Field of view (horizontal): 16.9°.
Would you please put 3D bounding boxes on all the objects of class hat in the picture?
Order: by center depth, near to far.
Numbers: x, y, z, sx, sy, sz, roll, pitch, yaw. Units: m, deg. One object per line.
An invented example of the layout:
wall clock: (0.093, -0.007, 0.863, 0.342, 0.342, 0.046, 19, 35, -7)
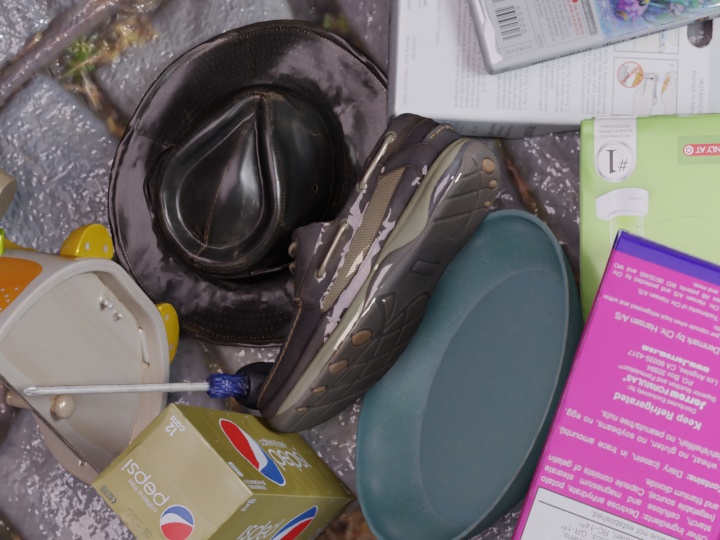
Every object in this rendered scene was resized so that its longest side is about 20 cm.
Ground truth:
hat: (-0.070, -0.056, 1.414, 0.200, 0.081, 0.202, -2, 82, 15)

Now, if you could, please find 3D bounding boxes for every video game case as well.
video game case: (0.134, -0.229, 1.379, 0.181, 0.024, 0.201, -15, 83, -4)

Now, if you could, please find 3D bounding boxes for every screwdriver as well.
screwdriver: (-0.098, 0.067, 1.363, 0.029, 0.199, 0.028, 14, 100, 49)

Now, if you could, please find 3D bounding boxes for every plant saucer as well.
plant saucer: (0.066, 0.066, 1.337, 0.036, 0.200, 0.201, 22, 90, -26)

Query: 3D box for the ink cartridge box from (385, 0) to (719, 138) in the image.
ink cartridge box: (0.117, -0.159, 1.405, 0.199, 0.057, 0.163, 3, 84, -6)

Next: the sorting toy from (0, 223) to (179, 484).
sorting toy: (-0.219, 0.025, 1.409, 0.179, 0.200, 0.107, 15, 68, 27)

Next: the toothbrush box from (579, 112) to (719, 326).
toothbrush box: (0.197, 0.018, 1.332, 0.145, 0.086, 0.201, -2, 83, 15)

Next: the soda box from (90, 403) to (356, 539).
soda box: (-0.071, 0.122, 1.332, 0.064, 0.200, 0.068, -45, 75, 6)

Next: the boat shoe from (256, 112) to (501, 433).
boat shoe: (0.000, 0.000, 1.368, 0.073, 0.074, 0.200, 39, 98, 27)

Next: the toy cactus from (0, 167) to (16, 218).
toy cactus: (-0.283, -0.085, 1.459, 0.165, 0.102, 0.200, 27, 63, 9)

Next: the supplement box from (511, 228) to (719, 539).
supplement box: (0.151, 0.092, 1.242, 0.103, 0.101, 0.201, 21, 93, 14)
